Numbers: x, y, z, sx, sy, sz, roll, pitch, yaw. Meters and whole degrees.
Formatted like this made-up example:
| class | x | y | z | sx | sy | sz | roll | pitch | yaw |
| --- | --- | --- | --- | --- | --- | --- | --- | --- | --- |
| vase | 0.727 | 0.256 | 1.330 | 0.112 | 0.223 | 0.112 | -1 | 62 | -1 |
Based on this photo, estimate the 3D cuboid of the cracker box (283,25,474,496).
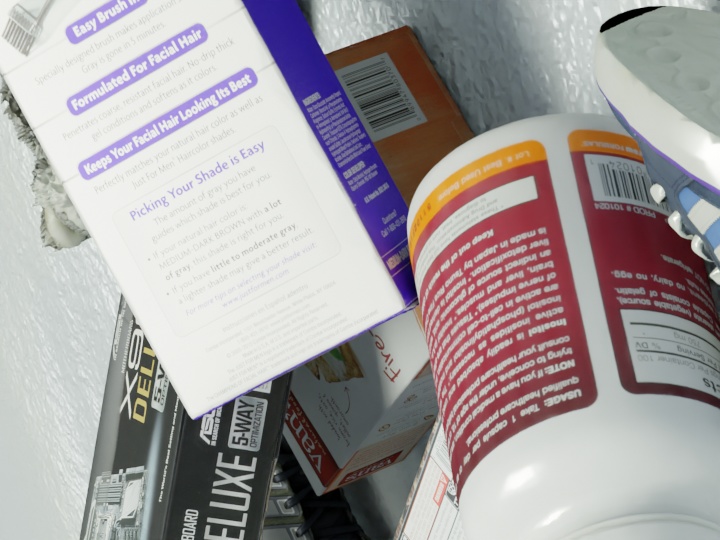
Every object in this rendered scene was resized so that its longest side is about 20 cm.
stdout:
| class | x | y | z | sx | sy | sz | roll | pitch | yaw |
| --- | --- | --- | --- | --- | --- | --- | --- | --- | --- |
| cracker box | 0.000 | 0.000 | 1.339 | 0.134 | 0.057 | 0.200 | 60 | 150 | 16 |

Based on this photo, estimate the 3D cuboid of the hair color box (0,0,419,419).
| class | x | y | z | sx | sy | sz | roll | pitch | yaw |
| --- | --- | --- | --- | --- | --- | --- | --- | --- | --- |
| hair color box | -0.064 | -0.055 | 1.187 | 0.109 | 0.065 | 0.201 | -27 | 95 | 22 |

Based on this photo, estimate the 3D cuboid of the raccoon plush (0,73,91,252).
| class | x | y | z | sx | sy | sz | roll | pitch | yaw |
| --- | --- | --- | --- | --- | --- | --- | --- | --- | --- |
| raccoon plush | -0.151 | -0.110 | 1.511 | 0.134 | 0.096 | 0.201 | 96 | 157 | -55 |

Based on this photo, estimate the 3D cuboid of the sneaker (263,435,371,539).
| class | x | y | z | sx | sy | sz | roll | pitch | yaw |
| --- | --- | --- | --- | --- | --- | --- | --- | --- | --- |
| sneaker | -0.035 | 0.118 | 1.467 | 0.200 | 0.074 | 0.081 | 46 | 136 | 25 |

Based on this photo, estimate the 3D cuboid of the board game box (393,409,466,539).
| class | x | y | z | sx | sy | sz | roll | pitch | yaw |
| --- | --- | --- | --- | --- | --- | --- | --- | --- | --- |
| board game box | 0.112 | 0.147 | 1.212 | 0.200 | 0.096 | 0.160 | 52 | 147 | 26 |

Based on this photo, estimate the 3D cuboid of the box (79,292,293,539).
| class | x | y | z | sx | sy | sz | roll | pitch | yaw |
| --- | --- | --- | --- | --- | --- | --- | --- | --- | --- |
| box | -0.083 | 0.099 | 1.320 | 0.158 | 0.049 | 0.201 | -166 | 85 | -73 |

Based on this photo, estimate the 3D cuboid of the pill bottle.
| class | x | y | z | sx | sy | sz | roll | pitch | yaw |
| --- | --- | --- | --- | --- | --- | --- | --- | --- | --- |
| pill bottle | 0.085 | 0.050 | 1.105 | 0.113 | 0.112 | 0.201 | 110 | 156 | -50 |

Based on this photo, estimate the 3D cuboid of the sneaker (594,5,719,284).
| class | x | y | z | sx | sy | sz | roll | pitch | yaw |
| --- | --- | --- | --- | --- | --- | --- | --- | --- | --- |
| sneaker | 0.151 | 0.008 | 1.070 | 0.200 | 0.080 | 0.147 | 37 | 135 | 34 |
